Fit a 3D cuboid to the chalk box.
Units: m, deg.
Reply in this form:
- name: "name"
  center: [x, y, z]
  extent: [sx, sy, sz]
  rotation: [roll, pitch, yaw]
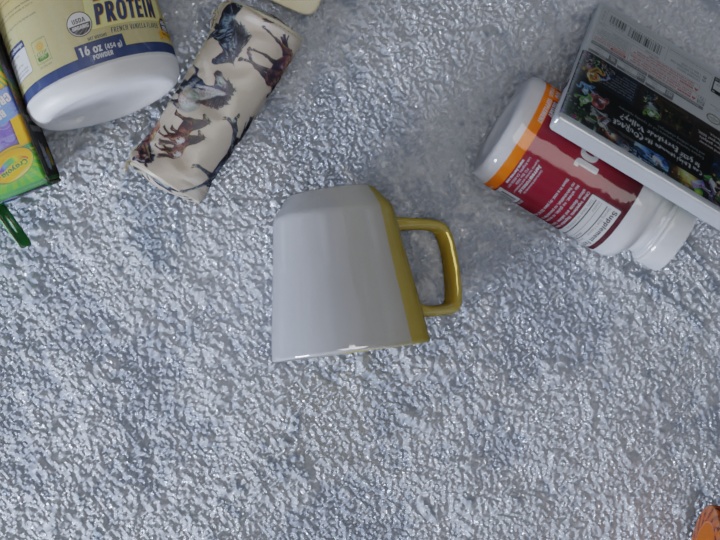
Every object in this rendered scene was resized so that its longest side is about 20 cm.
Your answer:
- name: "chalk box"
  center: [-0.356, -0.111, 1.630]
  extent: [0.123, 0.124, 0.201]
  rotation: [-20, 94, -3]

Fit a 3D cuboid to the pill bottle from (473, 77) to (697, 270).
- name: "pill bottle"
  center: [0.217, -0.087, 1.678]
  extent: [0.199, 0.113, 0.113]
  rotation: [30, 92, -7]

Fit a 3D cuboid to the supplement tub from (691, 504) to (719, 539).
- name: "supplement tub"
  center: [0.426, 0.291, 1.719]
  extent: [0.199, 0.123, 0.123]
  rotation: [12, 94, -5]

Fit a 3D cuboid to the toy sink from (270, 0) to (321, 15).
- name: "toy sink"
  center: [-0.058, -0.350, 1.620]
  extent: [0.130, 0.112, 0.201]
  rotation: [25, 93, -5]

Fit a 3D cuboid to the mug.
- name: "mug"
  center: [-0.010, 0.001, 1.676]
  extent: [0.149, 0.186, 0.154]
  rotation: [-10, 86, 29]

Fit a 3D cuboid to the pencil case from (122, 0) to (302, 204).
- name: "pencil case"
  center: [-0.141, -0.158, 1.665]
  extent: [0.089, 0.078, 0.201]
  rotation: [32, 91, 7]

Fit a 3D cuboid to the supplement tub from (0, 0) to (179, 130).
- name: "supplement tub"
  center: [-0.259, -0.242, 1.608]
  extent: [0.144, 0.144, 0.201]
  rotation: [-20, 84, -2]

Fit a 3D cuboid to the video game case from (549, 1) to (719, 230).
- name: "video game case"
  center: [0.285, -0.145, 1.666]
  extent: [0.199, 0.023, 0.182]
  rotation: [30, 48, -6]
